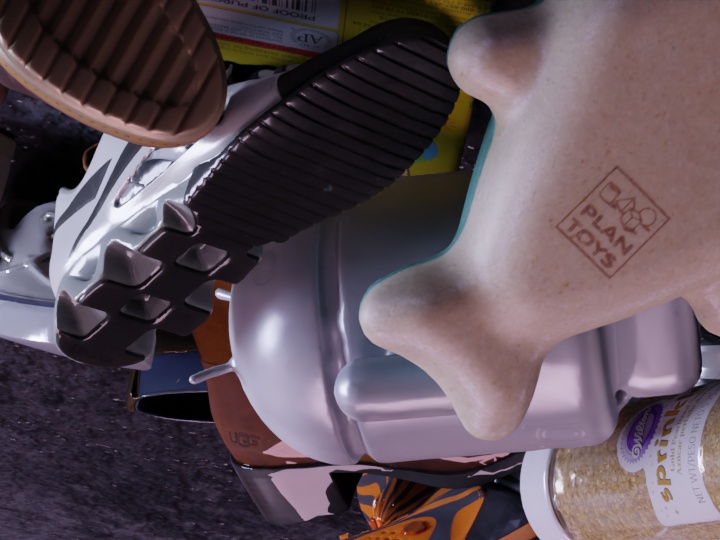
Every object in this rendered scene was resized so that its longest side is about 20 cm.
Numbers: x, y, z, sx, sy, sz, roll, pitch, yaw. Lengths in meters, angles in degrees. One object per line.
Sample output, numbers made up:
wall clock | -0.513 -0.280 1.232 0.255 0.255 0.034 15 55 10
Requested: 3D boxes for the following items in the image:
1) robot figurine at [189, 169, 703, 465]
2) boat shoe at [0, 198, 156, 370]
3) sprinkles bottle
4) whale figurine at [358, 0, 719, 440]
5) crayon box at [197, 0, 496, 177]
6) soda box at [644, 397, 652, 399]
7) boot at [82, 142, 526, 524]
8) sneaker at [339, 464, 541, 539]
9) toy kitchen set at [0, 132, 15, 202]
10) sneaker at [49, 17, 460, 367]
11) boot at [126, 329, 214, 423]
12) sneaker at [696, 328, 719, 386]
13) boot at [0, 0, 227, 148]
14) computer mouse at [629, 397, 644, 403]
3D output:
robot figurine | 0.034 0.018 1.121 0.200 0.113 0.170 -5 -164 10
boat shoe | -0.134 0.001 1.285 0.072 0.066 0.200 14 -178 -16
sprinkles bottle | 0.137 0.078 1.123 0.068 0.068 0.200 21 163 -21
whale figurine | 0.086 -0.035 1.030 0.159 0.200 0.104 41 -177 -17
crayon box | -0.015 -0.091 1.105 0.127 0.051 0.200 12 157 0
soda box | 0.207 0.085 1.388 0.200 0.068 0.064 2 155 22
boot | 0.000 0.000 1.240 0.188 0.069 0.200 -13 114 23
sneaker | 0.016 0.123 1.296 0.112 0.078 0.200 -25 -171 -20
toy kitchen set | -0.300 -0.005 1.297 0.200 0.163 0.180 -13 147 43
sneaker | -0.050 -0.052 1.067 0.200 0.089 0.074 -34 141 26
boot | -0.017 0.038 1.345 0.200 0.097 0.075 10 156 4
sneaker | 0.230 0.081 1.260 0.200 0.116 0.076 0 -176 -17
boot | -0.134 -0.096 1.079 0.200 0.072 0.166 37 164 6
computer mouse | 0.095 0.065 1.324 0.109 0.044 0.200 4 129 12
